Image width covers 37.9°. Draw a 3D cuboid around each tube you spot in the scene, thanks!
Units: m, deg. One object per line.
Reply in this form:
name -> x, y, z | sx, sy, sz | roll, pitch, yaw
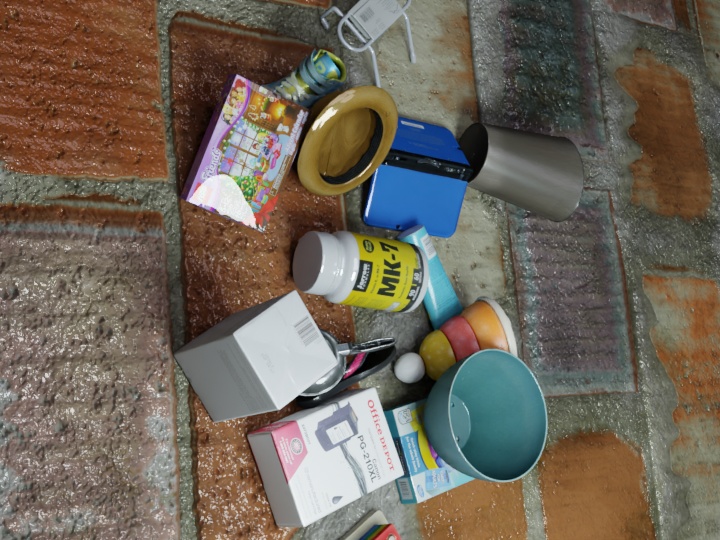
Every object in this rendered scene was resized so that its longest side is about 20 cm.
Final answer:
tube -> 0.124, 0.023, 1.779 | 0.077, 0.050, 0.202 | -29, 102, -24

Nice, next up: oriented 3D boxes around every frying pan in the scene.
frying pan -> -0.041, 0.138, 1.585 | 0.187, 0.031, 0.116 | 6, 59, 2

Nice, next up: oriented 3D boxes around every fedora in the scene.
fedora -> -0.034, -0.215, 1.656 | 0.199, 0.202, 0.082 | -10, 43, -36

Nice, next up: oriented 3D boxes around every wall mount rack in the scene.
wall mount rack -> 0.028, -0.408, 1.805 | 0.174, 0.074, 0.200 | 48, 56, -11

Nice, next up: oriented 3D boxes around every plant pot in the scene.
plant pot -> 0.176, 0.234, 1.647 | 0.198, 0.134, 0.203 | 10, 72, -32

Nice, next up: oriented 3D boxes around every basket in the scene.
basket -> 0.279, -0.188, 1.887 | 0.198, 0.136, 0.182 | 13, 44, -26

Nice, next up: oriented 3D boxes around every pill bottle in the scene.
pill bottle -> 0.000, 0.000, 1.654 | 0.198, 0.114, 0.116 | 9, 73, -33

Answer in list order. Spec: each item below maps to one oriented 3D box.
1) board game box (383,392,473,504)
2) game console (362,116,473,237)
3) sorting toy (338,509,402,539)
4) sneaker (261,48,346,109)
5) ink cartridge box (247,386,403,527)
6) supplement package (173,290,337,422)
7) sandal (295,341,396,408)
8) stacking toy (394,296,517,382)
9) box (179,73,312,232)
board game box -> 0.135, 0.278, 1.721 | 0.198, 0.047, 0.153 | -14, 87, -36
game console -> 0.082, -0.167, 1.812 | 0.198, 0.119, 0.172 | 8, 43, -34
sorting toy -> 0.020, 0.500, 1.571 | 0.199, 0.069, 0.200 | -34, 99, -36
sneaker -> -0.105, -0.286, 1.636 | 0.199, 0.130, 0.080 | -36, 92, -36
ink cartridge box -> -0.049, 0.276, 1.568 | 0.199, 0.084, 0.146 | -19, 90, -37
supplement package -> -0.150, 0.123, 1.463 | 0.119, 0.199, 0.122 | -36, 100, -35
sandal -> -0.021, 0.149, 1.625 | 0.199, 0.075, 0.046 | -29, 103, -34
stacking toy -> 0.146, 0.134, 1.729 | 0.198, 0.146, 0.148 | -15, 87, -16
box -> -0.171, -0.175, 1.575 | 0.136, 0.039, 0.202 | 21, 91, -28
